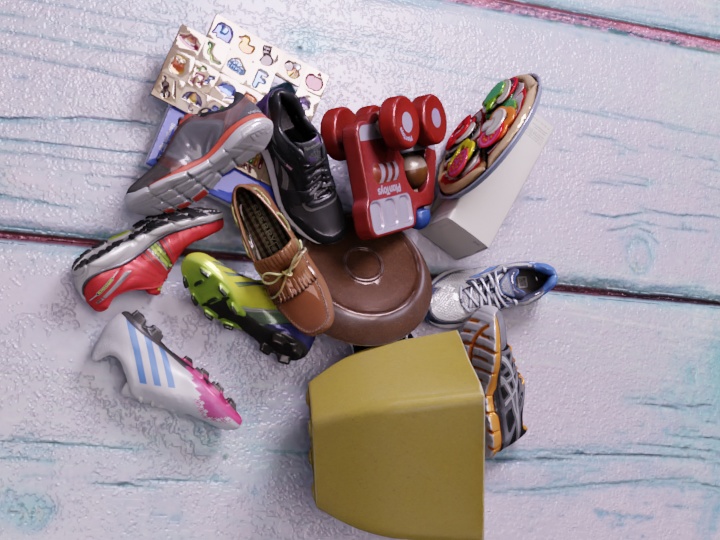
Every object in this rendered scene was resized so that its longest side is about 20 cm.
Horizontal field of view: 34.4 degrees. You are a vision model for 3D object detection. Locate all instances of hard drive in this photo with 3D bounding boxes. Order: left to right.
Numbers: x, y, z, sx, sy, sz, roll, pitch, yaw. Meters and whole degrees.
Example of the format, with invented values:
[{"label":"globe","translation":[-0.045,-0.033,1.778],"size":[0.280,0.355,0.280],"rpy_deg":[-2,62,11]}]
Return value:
[{"label":"hard drive","translation":[-0.155,-0.148,1.454],"size":[0.198,0.025,0.133],"rpy_deg":[25,75,-18]}]

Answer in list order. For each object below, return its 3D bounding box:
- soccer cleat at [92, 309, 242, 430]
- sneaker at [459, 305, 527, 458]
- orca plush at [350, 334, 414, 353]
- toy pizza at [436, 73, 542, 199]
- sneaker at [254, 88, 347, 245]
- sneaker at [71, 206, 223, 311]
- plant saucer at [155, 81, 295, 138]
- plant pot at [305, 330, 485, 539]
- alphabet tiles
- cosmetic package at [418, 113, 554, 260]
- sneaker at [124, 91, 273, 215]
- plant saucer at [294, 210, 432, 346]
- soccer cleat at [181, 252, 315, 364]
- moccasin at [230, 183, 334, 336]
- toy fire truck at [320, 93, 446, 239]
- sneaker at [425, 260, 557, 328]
[{"label":"soccer cleat","translation":[-0.233,0.136,1.386],"size":[0.200,0.070,0.086],"rpy_deg":[43,86,-8]},{"label":"sneaker","translation":[0.178,0.142,1.531],"size":[0.076,0.078,0.203],"rpy_deg":[-12,108,-30]},{"label":"orca plush","translation":[0.033,0.083,1.490],"size":[0.104,0.071,0.203],"rpy_deg":[-6,84,-23]},{"label":"toy pizza","translation":[0.159,-0.180,1.507],"size":[0.032,0.200,0.201],"rpy_deg":[36,71,-16]},{"label":"sneaker","translation":[-0.070,-0.124,1.417],"size":[0.075,0.087,0.202],"rpy_deg":[-30,95,-23]},{"label":"sneaker","translation":[-0.250,-0.015,1.402],"size":[0.199,0.077,0.086],"rpy_deg":[-28,113,-22]},{"label":"plant saucer","translation":[-0.161,-0.175,1.478],"size":[0.199,0.019,0.071],"rpy_deg":[-26,93,-22]},{"label":"plant pot","translation":[0.036,0.202,1.391],"size":[0.197,0.196,0.197],"rpy_deg":[-4,109,-5]},{"label":"alphabet tiles","translation":[-0.153,-0.215,1.446],"size":[0.198,0.008,0.169],"rpy_deg":[26,74,-17]},{"label":"cosmetic package","translation":[0.169,-0.121,1.557],"size":[0.073,0.103,0.201],"rpy_deg":[35,70,-12]},{"label":"sneaker","translation":[-0.201,-0.141,1.390],"size":[0.199,0.077,0.082],"rpy_deg":[-32,69,-5]},{"label":"plant saucer","translation":[0.000,0.000,1.464],"size":[0.198,0.035,0.202],"rpy_deg":[8,56,-12]},{"label":"soccer cleat","translation":[-0.136,0.035,1.431],"size":[0.200,0.064,0.084],"rpy_deg":[38,47,-22]},{"label":"moccasin","translation":[-0.094,-0.015,1.385],"size":[0.073,0.078,0.203],"rpy_deg":[-25,82,6]},{"label":"toy fire truck","translation":[0.040,-0.131,1.479],"size":[0.199,0.111,0.170],"rpy_deg":[-16,99,-59]},{"label":"sneaker","translation":[0.175,0.022,1.548],"size":[0.198,0.085,0.078],"rpy_deg":[-16,88,-22]}]
